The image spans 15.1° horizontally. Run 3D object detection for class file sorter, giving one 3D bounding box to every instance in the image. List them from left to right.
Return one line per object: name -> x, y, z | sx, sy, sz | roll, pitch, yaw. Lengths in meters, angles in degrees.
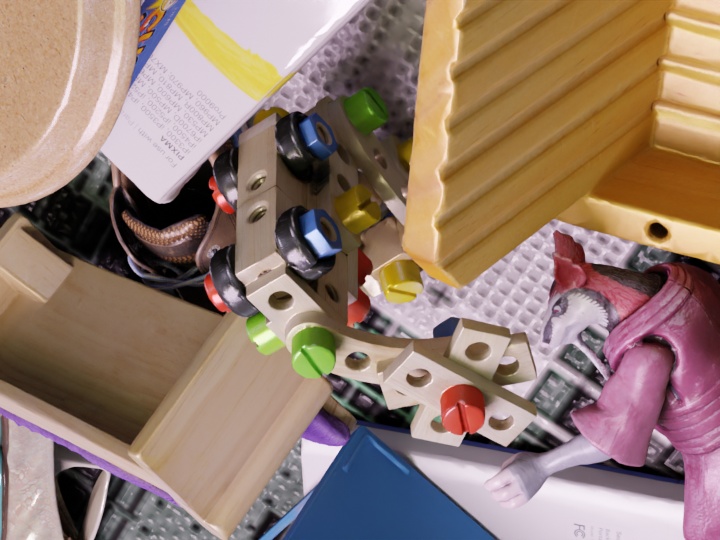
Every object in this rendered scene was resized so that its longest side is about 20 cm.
file sorter -> 0.019, 0.206, 1.265 | 0.200, 0.139, 0.123 | 41, 132, -5

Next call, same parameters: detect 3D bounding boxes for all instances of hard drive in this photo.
hard drive -> 0.071, 0.144, 1.303 | 0.199, 0.025, 0.133 | 9, 124, 19

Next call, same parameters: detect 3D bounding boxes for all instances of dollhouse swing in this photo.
dollhouse swing -> 0.133, -0.078, 1.040 | 0.181, 0.176, 0.201 | 16, 125, 15

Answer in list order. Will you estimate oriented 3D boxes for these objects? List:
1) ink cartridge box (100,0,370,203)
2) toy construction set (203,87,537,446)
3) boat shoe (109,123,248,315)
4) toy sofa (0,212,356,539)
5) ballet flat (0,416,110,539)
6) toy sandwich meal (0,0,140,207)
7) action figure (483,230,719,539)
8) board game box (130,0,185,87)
ink cartridge box -> -0.027, -0.137, 1.092 | 0.083, 0.145, 0.200 | 44, 127, -6
toy construction set -> 0.000, 0.000, 1.128 | 0.092, 0.200, 0.131 | -38, 123, 10
boat shoe -> -0.079, -0.026, 1.232 | 0.072, 0.072, 0.201 | -6, 118, 27
toy sofa -> -0.101, 0.052, 1.205 | 0.200, 0.083, 0.098 | 20, 157, 48
ballet flat -> -0.155, 0.081, 1.355 | 0.062, 0.068, 0.201 | 0, 128, -8
toy sandwich meal -> -0.140, -0.125, 0.993 | 0.204, 0.070, 0.206 | 14, 114, 34
action figure -> 0.148, 0.057, 1.134 | 0.149, 0.134, 0.200 | -20, 123, 43
board game box -> -0.115, -0.149, 1.030 | 0.135, 0.034, 0.200 | 46, 125, 15
